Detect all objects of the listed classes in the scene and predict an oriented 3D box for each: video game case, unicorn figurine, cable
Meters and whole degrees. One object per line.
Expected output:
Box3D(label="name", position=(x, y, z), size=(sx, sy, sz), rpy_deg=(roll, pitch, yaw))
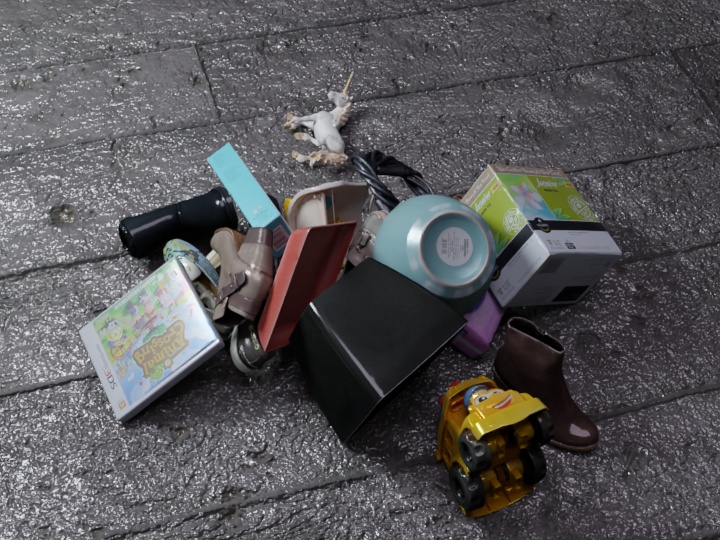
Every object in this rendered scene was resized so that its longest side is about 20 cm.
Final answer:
Box3D(label="video game case", position=(-0.324, 0.104, 1.669), size=(0.199, 0.022, 0.183), rpy_deg=(-37, 58, 5))
Box3D(label="unicorn figurine", position=(-0.069, -0.267, 2.026), size=(0.136, 0.074, 0.202), rpy_deg=(-2, 66, -19))
Box3D(label="cable", position=(0.058, -0.137, 1.823), size=(0.163, 0.051, 0.200), rpy_deg=(46, 24, 13))

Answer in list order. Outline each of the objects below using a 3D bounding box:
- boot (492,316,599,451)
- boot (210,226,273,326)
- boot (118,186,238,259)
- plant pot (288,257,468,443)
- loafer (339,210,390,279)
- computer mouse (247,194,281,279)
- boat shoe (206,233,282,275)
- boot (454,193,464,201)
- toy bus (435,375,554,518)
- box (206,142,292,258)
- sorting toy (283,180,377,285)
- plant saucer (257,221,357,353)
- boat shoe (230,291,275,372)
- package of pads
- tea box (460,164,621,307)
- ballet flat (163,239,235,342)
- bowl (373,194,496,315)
Box3D(label="boot", position=(0.287, 0.175, 1.640), size=(0.199, 0.167, 0.072), rpy_deg=(34, 56, 20))
Box3D(label="boot", position=(-0.195, 0.012, 1.664), size=(0.070, 0.199, 0.148), rpy_deg=(21, 75, -26))
Box3D(label="boot", position=(-0.304, -0.074, 1.789), size=(0.167, 0.077, 0.200), rpy_deg=(-24, 12, -23))
Box3D(label="plant pot", position=(0.009, 0.105, 1.623), size=(0.199, 0.200, 0.178), rpy_deg=(-37, 79, -29))
Box3D(label="loafer", position=(0.000, 0.000, 1.732), size=(0.062, 0.202, 0.072), rpy_deg=(1, 24, -36))
Box3D(label="computer mouse", position=(-0.146, -0.060, 1.791), size=(0.058, 0.034, 0.201), rpy_deg=(-2, 46, -21))
Box3D(label="boat shoe", position=(-0.182, -0.019, 1.811), size=(0.199, 0.073, 0.065), rpy_deg=(-29, 56, -32))
Box3D(label="boot", position=(0.109, -0.046, 1.869), size=(0.198, 0.065, 0.188), rpy_deg=(-8, 52, -9))
Box3D(label="toy bus", position=(0.175, 0.224, 1.579), size=(0.134, 0.201, 0.193), rpy_deg=(-17, 47, -19))
Box3D(label="box", position=(-0.176, -0.115, 1.770), size=(0.049, 0.082, 0.200), rpy_deg=(-36, 52, -2))
Box3D(label="sorting toy", position=(-0.025, -0.067, 1.821), size=(0.179, 0.202, 0.106), rpy_deg=(-19, 23, -35))
Box3D(label="plant saucer", position=(-0.086, 0.015, 1.663), size=(0.036, 0.201, 0.200), rpy_deg=(25, 13, 17))
Box3D(label="boat shoe", position=(-0.160, 0.061, 1.702), size=(0.060, 0.072, 0.203), rpy_deg=(-25, 51, 30))
Box3D(label="package of pads", position=(0.143, 0.036, 1.758), size=(0.199, 0.076, 0.121), rpy_deg=(37, 52, -6))
Box3D(label="tea box", position=(0.286, -0.057, 1.795), size=(0.199, 0.134, 0.198), rpy_deg=(-1, 49, -43))
Box3D(label="ballet flat", position=(-0.251, 0.033, 1.726), size=(0.200, 0.074, 0.074), rpy_deg=(46, 59, 6))
Box3D(label="bowl", position=(0.127, -0.025, 1.656), size=(0.198, 0.105, 0.203), rpy_deg=(1, 83, -13))
